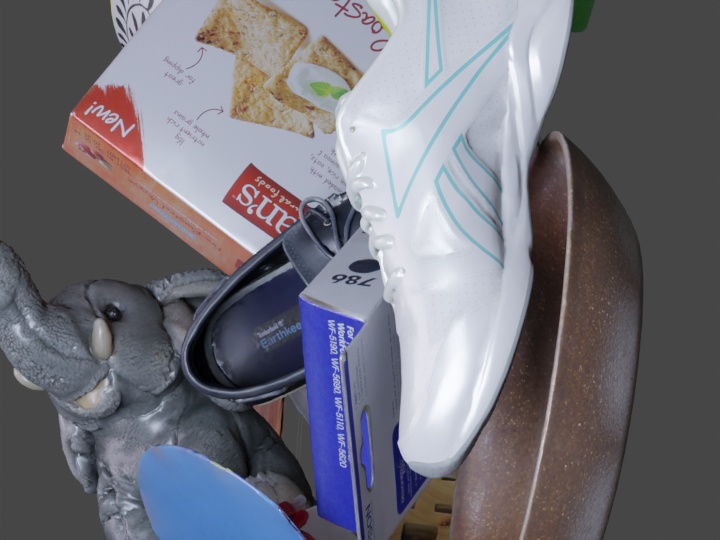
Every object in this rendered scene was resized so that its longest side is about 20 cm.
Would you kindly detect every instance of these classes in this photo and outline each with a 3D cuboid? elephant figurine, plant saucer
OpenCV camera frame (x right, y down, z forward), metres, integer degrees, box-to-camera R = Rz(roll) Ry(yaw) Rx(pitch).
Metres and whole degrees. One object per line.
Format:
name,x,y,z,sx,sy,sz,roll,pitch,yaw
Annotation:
elephant figurine,-0.104,0.060,1.350,0.201,0.141,0.155,66,165,2
plant saucer,0.068,0.051,1.003,0.200,0.037,0.201,-169,90,-85

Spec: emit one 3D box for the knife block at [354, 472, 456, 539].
knife block,0.016,0.116,1.304,0.176,0.064,0.201,-96,15,-65

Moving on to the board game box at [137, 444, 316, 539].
board game box,-0.007,0.137,1.105,0.039,0.200,0.158,-41,4,-22

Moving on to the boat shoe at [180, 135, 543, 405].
boat shoe,0.000,0.000,1.211,0.075,0.200,0.062,60,-155,7

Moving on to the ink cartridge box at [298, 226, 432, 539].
ink cartridge box,0.018,0.028,1.085,0.200,0.039,0.100,-49,-40,-57

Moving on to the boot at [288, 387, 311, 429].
boot,-0.005,0.052,1.350,0.074,0.095,0.200,-52,-1,-22

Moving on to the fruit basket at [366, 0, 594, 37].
fruit basket,0.038,-0.166,1.182,0.216,0.155,0.216,-56,20,32

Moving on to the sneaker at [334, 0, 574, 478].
sneaker,0.025,-0.025,1.001,0.070,0.080,0.201,126,152,-75

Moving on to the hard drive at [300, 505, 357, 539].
hard drive,-0.004,0.218,1.212,0.132,0.025,0.200,46,139,34

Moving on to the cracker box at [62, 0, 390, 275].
cracker box,-0.031,-0.100,1.325,0.200,0.134,0.058,-53,0,-17

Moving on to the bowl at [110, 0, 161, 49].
bowl,-0.036,-0.124,1.531,0.094,0.200,0.201,-98,16,-45
